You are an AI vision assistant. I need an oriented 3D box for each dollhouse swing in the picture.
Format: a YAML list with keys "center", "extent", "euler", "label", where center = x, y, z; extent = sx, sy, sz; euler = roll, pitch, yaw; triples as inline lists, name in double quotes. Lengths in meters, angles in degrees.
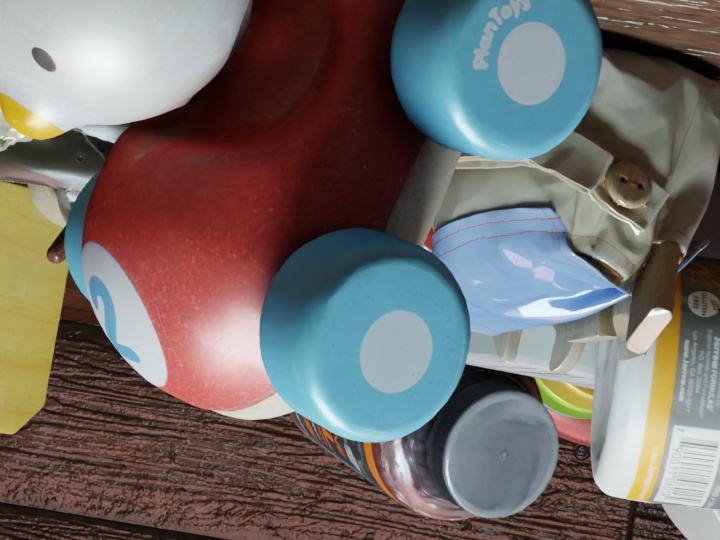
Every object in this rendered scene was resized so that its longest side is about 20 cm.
- center: [-0.328, 0.011, 1.532]
  extent: [0.181, 0.202, 0.176]
  euler: [6, 174, 29]
  label: "dollhouse swing"

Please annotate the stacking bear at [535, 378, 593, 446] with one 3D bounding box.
- center: [0.148, 0.035, 1.328]
  extent: [0.113, 0.122, 0.200]
  euler: [14, 172, -9]
  label: "stacking bear"

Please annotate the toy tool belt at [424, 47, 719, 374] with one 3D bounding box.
- center: [0.073, -0.010, 0.945]
  extent: [0.124, 0.124, 0.200]
  euler: [10, 162, -25]
  label: "toy tool belt"

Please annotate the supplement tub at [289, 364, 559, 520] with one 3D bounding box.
- center: [0.035, 0.077, 1.263]
  extent: [0.106, 0.108, 0.200]
  euler: [12, -174, -26]
  label: "supplement tub"

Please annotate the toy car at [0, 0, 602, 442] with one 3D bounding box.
- center: [-0.068, -0.064, 0.686]
  extent: [0.199, 0.178, 0.184]
  euler: [28, 177, -31]
  label: "toy car"

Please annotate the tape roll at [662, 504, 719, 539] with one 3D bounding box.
- center: [0.284, 0.096, 1.369]
  extent: [0.201, 0.204, 0.139]
  euler: [10, 173, -3]
  label: "tape roll"

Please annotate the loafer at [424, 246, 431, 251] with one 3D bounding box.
- center: [0.000, 0.000, 1.141]
  extent: [0.072, 0.200, 0.063]
  euler: [46, -146, 3]
  label: "loafer"

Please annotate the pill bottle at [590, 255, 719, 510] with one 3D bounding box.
- center: [0.211, 0.058, 1.025]
  extent: [0.198, 0.117, 0.116]
  euler: [7, 174, 0]
  label: "pill bottle"

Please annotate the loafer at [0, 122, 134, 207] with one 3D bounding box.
- center: [-0.120, -0.049, 1.132]
  extent: [0.199, 0.072, 0.073]
  euler: [19, -168, -5]
  label: "loafer"

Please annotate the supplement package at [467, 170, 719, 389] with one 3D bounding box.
- center: [0.145, 0.006, 1.156]
  extent: [0.199, 0.118, 0.117]
  euler: [12, 175, -23]
  label: "supplement package"

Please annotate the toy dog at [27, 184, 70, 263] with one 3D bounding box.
- center: [-0.097, -0.006, 1.211]
  extent: [0.199, 0.097, 0.132]
  euler: [25, 145, -1]
  label: "toy dog"

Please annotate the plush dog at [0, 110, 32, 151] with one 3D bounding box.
- center: [-0.169, -0.080, 0.835]
  extent: [0.171, 0.161, 0.200]
  euler: [-19, 172, 7]
  label: "plush dog"
